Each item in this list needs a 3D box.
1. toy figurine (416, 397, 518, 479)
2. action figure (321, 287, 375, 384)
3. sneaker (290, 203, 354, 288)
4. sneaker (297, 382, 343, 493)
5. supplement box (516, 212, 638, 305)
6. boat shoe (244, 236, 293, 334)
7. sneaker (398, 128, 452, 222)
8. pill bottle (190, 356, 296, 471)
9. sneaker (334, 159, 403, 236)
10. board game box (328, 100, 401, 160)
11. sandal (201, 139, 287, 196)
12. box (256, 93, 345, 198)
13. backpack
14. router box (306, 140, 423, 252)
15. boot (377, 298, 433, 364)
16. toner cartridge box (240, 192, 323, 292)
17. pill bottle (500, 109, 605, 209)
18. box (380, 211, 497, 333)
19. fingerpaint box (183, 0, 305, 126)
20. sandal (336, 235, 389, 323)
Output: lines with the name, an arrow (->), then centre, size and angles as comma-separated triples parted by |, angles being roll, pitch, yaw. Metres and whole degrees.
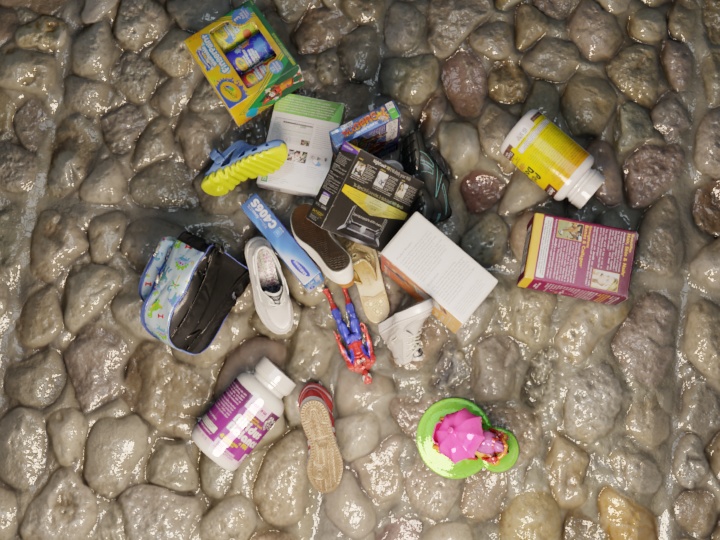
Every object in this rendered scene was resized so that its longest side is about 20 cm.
toy figurine -> 0.203, 0.310, 1.505 | 0.197, 0.184, 0.152 | 16, 80, 4
action figure -> -0.018, 0.124, 1.617 | 0.065, 0.052, 0.202 | -20, 82, -6
sneaker -> -0.074, -0.042, 1.600 | 0.072, 0.085, 0.201 | -29, 55, -6
sneaker -> -0.076, 0.311, 1.580 | 0.070, 0.113, 0.203 | -8, 109, -2
supplement box -> 0.413, -0.021, 1.601 | 0.197, 0.103, 0.133 | 12, 80, 5
boat shoe -> -0.167, 0.036, 1.584 | 0.071, 0.069, 0.203 | -13, 111, -15
sneaker -> 0.130, -0.186, 1.667 | 0.078, 0.075, 0.203 | -2, 73, -26
pill bottle -> -0.214, 0.264, 1.562 | 0.112, 0.112, 0.201 | 39, 83, 8
sneaker -> 0.007, -0.138, 1.645 | 0.199, 0.075, 0.082 | -36, 64, 6
board game box -> 0.010, -0.249, 1.605 | 0.134, 0.200, 0.035 | -26, 81, -4
sandal -> -0.234, -0.222, 1.651 | 0.198, 0.079, 0.088 | -17, 65, 21
box -> -0.119, -0.253, 1.694 | 0.142, 0.036, 0.203 | 12, 81, 4
backpack -> -0.325, 0.046, 1.575 | 0.146, 0.183, 0.202 | 20, 78, 28
router box -> 0.012, -0.132, 1.559 | 0.052, 0.199, 0.159 | 34, 99, 42
boot -> 0.098, 0.118, 1.542 | 0.073, 0.200, 0.097 | -22, 83, -21
toner cartridge box -> -0.151, -0.052, 1.627 | 0.043, 0.095, 0.201 | -39, 80, -4
pill bottle -> 0.378, -0.214, 1.634 | 0.200, 0.109, 0.109 | 42, 83, 9
box -> 0.144, 0.008, 1.578 | 0.200, 0.152, 0.107 | 41, 83, 9
fingerpaint box -> -0.235, -0.423, 1.691 | 0.166, 0.073, 0.201 | -32, 69, -4
sandal -> 0.005, -0.002, 1.626 | 0.077, 0.070, 0.214 | -21, 80, -2
